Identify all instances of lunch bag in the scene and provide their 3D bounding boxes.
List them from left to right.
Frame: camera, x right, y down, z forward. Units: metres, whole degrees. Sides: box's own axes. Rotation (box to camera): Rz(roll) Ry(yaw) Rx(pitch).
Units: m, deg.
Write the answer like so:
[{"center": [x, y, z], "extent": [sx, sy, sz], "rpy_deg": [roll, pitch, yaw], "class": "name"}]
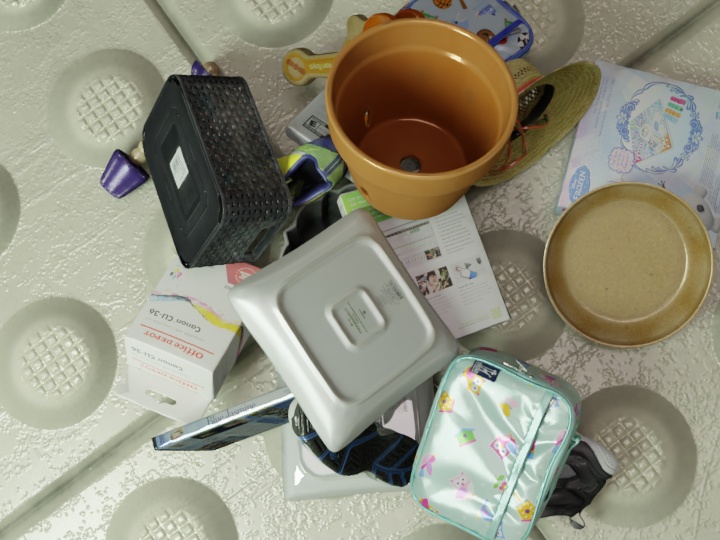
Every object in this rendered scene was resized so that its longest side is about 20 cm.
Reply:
[{"center": [0.119, -0.279, 1.150], "extent": [0.200, 0.076, 0.160], "rpy_deg": [-40, 78, -18], "class": "lunch bag"}, {"center": [0.153, 0.193, 1.007], "extent": [0.159, 0.077, 0.202], "rpy_deg": [23, 102, 24], "class": "lunch bag"}]

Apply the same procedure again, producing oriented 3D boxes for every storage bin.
[{"center": [-0.174, -0.118, 1.073], "extent": [0.093, 0.135, 0.202], "rpy_deg": [-8, 65, -37], "class": "storage bin"}]

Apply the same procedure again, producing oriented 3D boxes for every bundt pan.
[{"center": [0.000, 0.000, 1.106], "extent": [0.199, 0.076, 0.204], "rpy_deg": [2, 69, -5], "class": "bundt pan"}]

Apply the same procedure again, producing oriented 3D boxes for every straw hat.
[{"center": [0.183, -0.201, 1.091], "extent": [0.200, 0.201, 0.085], "rpy_deg": [-33, 67, -3], "class": "straw hat"}]

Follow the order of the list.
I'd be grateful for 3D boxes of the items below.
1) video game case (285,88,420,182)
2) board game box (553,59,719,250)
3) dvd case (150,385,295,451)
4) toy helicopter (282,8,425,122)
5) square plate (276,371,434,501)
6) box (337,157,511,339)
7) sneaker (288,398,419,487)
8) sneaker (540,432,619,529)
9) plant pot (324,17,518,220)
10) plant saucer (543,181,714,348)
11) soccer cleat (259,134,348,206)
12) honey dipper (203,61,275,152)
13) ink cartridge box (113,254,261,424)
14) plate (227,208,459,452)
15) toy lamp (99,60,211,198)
[{"center": [0.036, -0.173, 1.140], "extent": [0.199, 0.023, 0.182], "rpy_deg": [35, 57, 9], "class": "video game case"}, {"center": [0.364, -0.144, 1.142], "extent": [0.197, 0.043, 0.202], "rpy_deg": [16, 81, 5], "class": "board game box"}, {"center": [-0.119, 0.167, 1.039], "extent": [0.198, 0.143, 0.018], "rpy_deg": [-23, 73, 13], "class": "dvd case"}, {"center": [-0.010, -0.238, 1.093], "extent": [0.198, 0.079, 0.134], "rpy_deg": [5, 110, 33], "class": "toy helicopter"}, {"center": [-0.004, 0.172, 1.111], "extent": [0.196, 0.028, 0.202], "rpy_deg": [-5, 79, 3], "class": "square plate"}, {"center": [0.072, -0.013, 1.044], "extent": [0.143, 0.036, 0.202], "rpy_deg": [-18, 86, -12], "class": "box"}, {"center": [-0.018, 0.188, 1.004], "extent": [0.077, 0.200, 0.076], "rpy_deg": [9, 68, 44], "class": "sneaker"}, {"center": [0.193, 0.223, 1.066], "extent": [0.199, 0.076, 0.115], "rpy_deg": [26, 84, 9], "class": "sneaker"}, {"center": [0.060, -0.149, 0.981], "extent": [0.198, 0.140, 0.202], "rpy_deg": [1, 64, -2], "class": "plant pot"}, {"center": [0.321, -0.008, 1.099], "extent": [0.198, 0.035, 0.203], "rpy_deg": [2, 100, 10], "class": "plant saucer"}, {"center": [-0.097, -0.099, 1.088], "extent": [0.199, 0.084, 0.065], "rpy_deg": [-24, 113, 38], "class": "soccer cleat"}, {"center": [-0.155, -0.192, 1.184], "extent": [0.038, 0.038, 0.201], "rpy_deg": [-30, 78, -3], "class": "honey dipper"}, {"center": [-0.200, 0.072, 1.078], "extent": [0.115, 0.068, 0.201], "rpy_deg": [20, 53, 6], "class": "ink cartridge box"}, {"center": [-0.008, 0.053, 0.960], "extent": [0.199, 0.032, 0.200], "rpy_deg": [-33, 87, -29], "class": "plate"}, {"center": [-0.257, -0.177, 1.168], "extent": [0.058, 0.058, 0.200], "rpy_deg": [44, 93, 10], "class": "toy lamp"}]
